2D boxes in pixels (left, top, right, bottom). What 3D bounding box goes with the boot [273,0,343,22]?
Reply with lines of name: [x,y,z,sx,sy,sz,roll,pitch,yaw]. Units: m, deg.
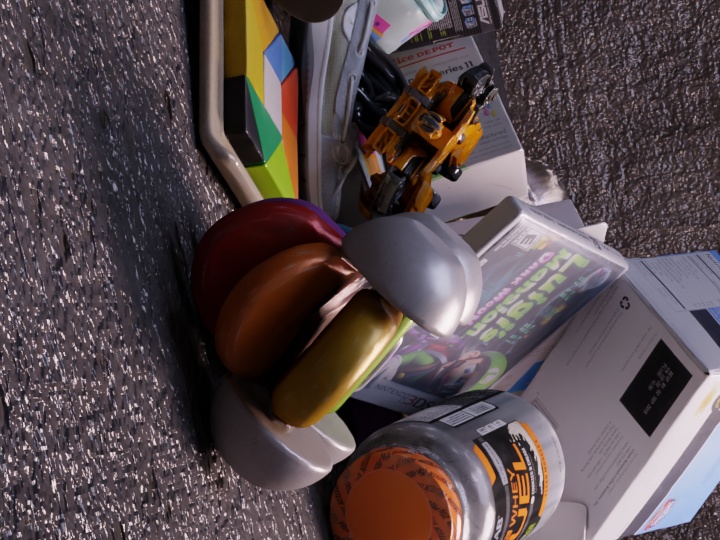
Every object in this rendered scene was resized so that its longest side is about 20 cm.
boot: [-0.061,-0.267,1.569,0.187,0.064,0.200,59,9,-6]

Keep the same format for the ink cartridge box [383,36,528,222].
ink cartridge box: [0.066,-0.142,1.980,0.067,0.117,0.200,75,-5,-51]

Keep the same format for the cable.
cable: [-0.011,-0.168,1.771,0.163,0.051,0.200,53,11,1]

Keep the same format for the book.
book: [-0.003,-0.084,1.837,0.200,0.048,0.134,-17,92,-81]

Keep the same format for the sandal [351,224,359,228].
sandal: [0.006,-0.001,1.683,0.212,0.077,0.070,-28,111,-75]

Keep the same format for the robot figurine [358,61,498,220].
robot figurine: [0.044,-0.089,1.634,0.058,0.145,0.200,36,-9,8]

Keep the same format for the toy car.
toy car: [-0.031,0.023,1.294,0.150,0.175,0.200,42,9,5]

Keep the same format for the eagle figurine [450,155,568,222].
eagle figurine: [0.093,-0.053,2.089,0.200,0.151,0.151,-10,125,-65]

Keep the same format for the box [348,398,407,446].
box: [0.030,0.142,1.762,0.137,0.039,0.201,-28,106,-80]

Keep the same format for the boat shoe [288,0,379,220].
boat shoe: [-0.019,-0.129,1.601,0.074,0.064,0.203,-160,-108,-73]

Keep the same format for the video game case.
video game case: [0.087,0.036,1.635,0.182,0.200,0.023,22,30,-56]

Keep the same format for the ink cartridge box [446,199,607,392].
ink cartridge box: [0.119,0.014,1.736,0.200,0.115,0.068,99,-26,-50]

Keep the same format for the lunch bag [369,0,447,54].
lunch bag: [0.000,-0.273,1.805,0.160,0.077,0.200,47,15,-26]

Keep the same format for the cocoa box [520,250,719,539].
cocoa box: [0.234,0.101,1.753,0.131,0.200,0.134,-6,47,-41]

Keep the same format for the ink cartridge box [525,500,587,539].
ink cartridge box: [0.113,0.280,1.712,0.067,0.115,0.201,-14,108,-78]

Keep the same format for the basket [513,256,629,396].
basket: [0.131,0.063,1.908,0.136,0.199,0.124,148,-62,-69]

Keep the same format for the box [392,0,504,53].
box: [0.028,-0.294,1.926,0.044,0.159,0.201,-76,152,-66]

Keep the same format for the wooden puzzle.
wooden puzzle: [-0.073,-0.121,1.492,0.185,0.037,0.201,60,20,-61]

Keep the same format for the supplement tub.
supplement tub: [0.063,0.161,1.604,0.200,0.122,0.123,-17,95,-63]
